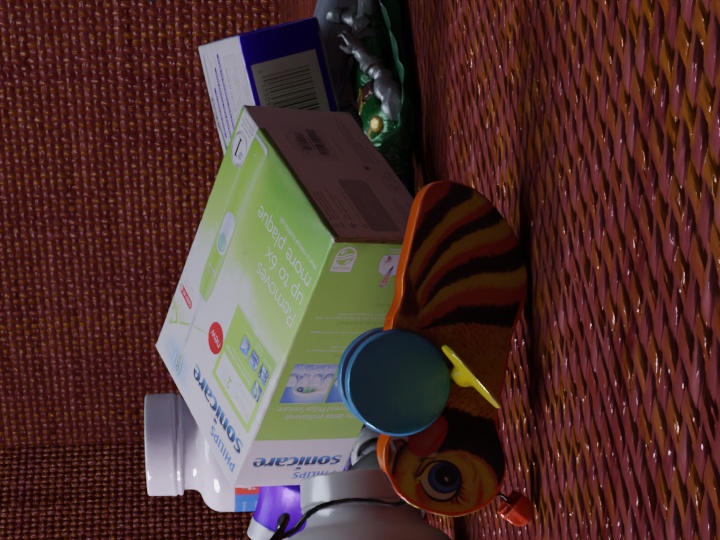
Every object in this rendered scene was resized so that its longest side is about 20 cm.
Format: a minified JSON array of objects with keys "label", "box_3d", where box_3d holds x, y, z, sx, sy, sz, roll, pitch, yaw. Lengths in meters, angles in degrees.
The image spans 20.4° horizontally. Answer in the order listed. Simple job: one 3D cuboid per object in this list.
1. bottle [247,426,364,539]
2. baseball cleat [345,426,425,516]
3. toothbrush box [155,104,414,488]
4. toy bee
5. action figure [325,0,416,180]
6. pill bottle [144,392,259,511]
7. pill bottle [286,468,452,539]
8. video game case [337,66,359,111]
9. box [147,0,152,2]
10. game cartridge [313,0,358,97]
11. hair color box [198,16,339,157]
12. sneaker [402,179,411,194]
[{"label":"bottle","box_3d":[-0.028,0.108,1.461,0.084,0.065,0.201,-16,-54,-81]},{"label":"baseball cleat","box_3d":[0.010,0.144,1.375,0.200,0.069,0.107,98,169,-61]},{"label":"toothbrush box","box_3d":[-0.044,0.017,1.282,0.146,0.086,0.201,56,135,42]},{"label":"toy bee","box_3d":[0.038,0.066,0.918,0.131,0.108,0.201,-80,15,-71]},{"label":"action figure","box_3d":[0.010,-0.133,1.385,0.201,0.054,0.119,-102,13,-45]},{"label":"pill bottle","box_3d":[-0.074,0.139,1.621,0.112,0.199,0.113,177,90,-86]},{"label":"pill bottle","box_3d":[0.006,0.223,1.181,0.112,0.112,0.201,105,162,-76]},{"label":"video game case","box_3d":[-0.019,-0.061,1.598,0.182,0.024,0.201,96,-172,-59]},{"label":"box","box_3d":[-0.054,-0.253,1.217,0.038,0.199,0.137,31,-128,-62]},{"label":"game cartridge","box_3d":[-0.022,-0.180,1.595,0.200,0.041,0.134,103,179,-80]},{"label":"hair color box","box_3d":[-0.065,-0.122,1.462,0.200,0.064,0.110,-164,60,-75]},{"label":"sneaker","box_3d":[0.000,0.000,1.360,0.200,0.082,0.074,-100,11,-54]}]
